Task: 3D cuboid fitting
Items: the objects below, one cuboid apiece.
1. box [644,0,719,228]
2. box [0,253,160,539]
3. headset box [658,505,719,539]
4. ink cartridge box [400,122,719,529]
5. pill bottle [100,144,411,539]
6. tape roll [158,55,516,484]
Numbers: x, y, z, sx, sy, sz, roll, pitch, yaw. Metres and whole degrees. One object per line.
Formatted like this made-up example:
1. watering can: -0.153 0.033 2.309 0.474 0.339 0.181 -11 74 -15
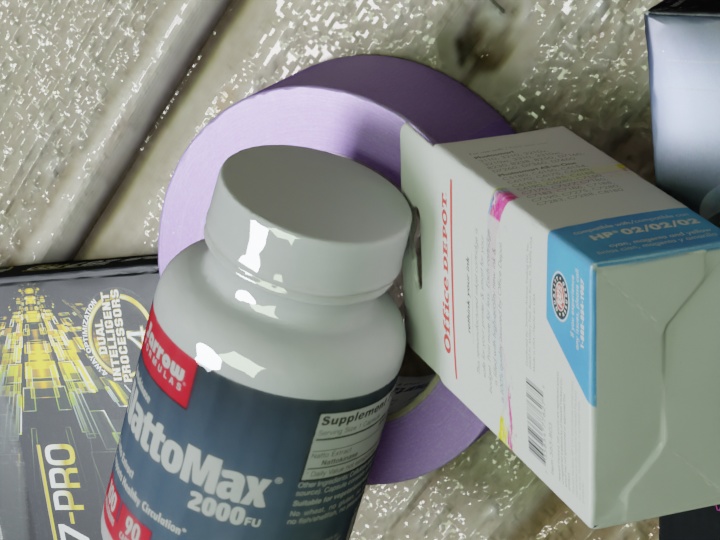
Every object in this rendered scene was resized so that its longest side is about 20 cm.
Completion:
1. box: 0.233 -0.021 0.975 0.198 0.123 0.200 4 111 30
2. box: -0.142 0.095 1.274 0.160 0.049 0.202 -3 100 34
3. headset box: 0.227 0.175 1.068 0.173 0.093 0.202 11 114 28
4. ink cartridge box: 0.083 0.012 1.003 0.200 0.067 0.116 -136 41 -60
5. pill bottle: -0.045 0.051 1.089 0.119 0.119 0.201 26 119 20
6. tape roll: 0.000 0.000 1.155 0.199 0.066 0.202 12 114 28
